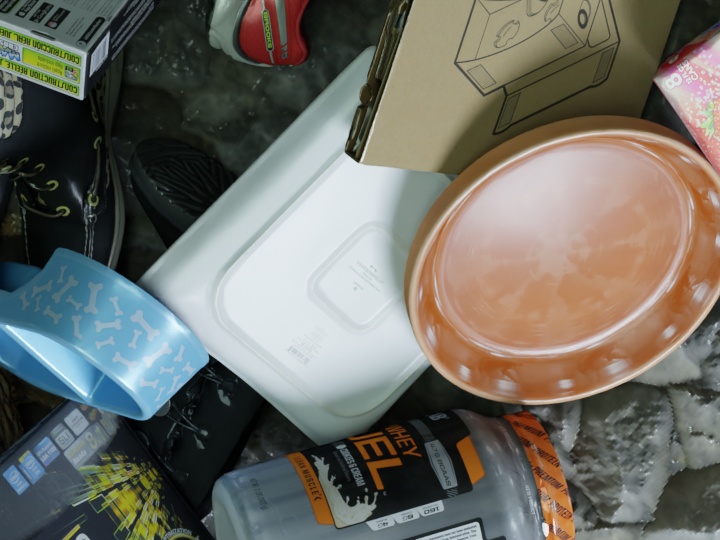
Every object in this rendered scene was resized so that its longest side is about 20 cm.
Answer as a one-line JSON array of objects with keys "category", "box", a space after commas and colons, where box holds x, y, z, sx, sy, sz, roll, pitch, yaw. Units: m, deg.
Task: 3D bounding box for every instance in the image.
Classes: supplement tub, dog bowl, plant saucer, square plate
[{"category": "supplement tub", "box": [0.019, 0.156, 1.190, 0.199, 0.122, 0.124, -14, 100, -14]}, {"category": "dog bowl", "box": [-0.174, 0.035, 1.167, 0.112, 0.199, 0.050, 46, 67, -34]}, {"category": "plant saucer", "box": [0.121, -0.006, 1.159, 0.199, 0.032, 0.201, -9, 129, -11]}, {"category": "square plate", "box": [0.000, 0.000, 1.161, 0.198, 0.028, 0.200, -45, 127, 5]}]

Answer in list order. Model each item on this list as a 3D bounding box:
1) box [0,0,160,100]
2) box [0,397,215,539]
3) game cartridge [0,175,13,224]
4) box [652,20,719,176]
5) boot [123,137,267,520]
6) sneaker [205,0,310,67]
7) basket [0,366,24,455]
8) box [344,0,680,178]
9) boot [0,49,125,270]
[{"category": "box", "box": [-0.164, -0.185, 1.151, 0.109, 0.200, 0.035, 21, 135, 8]}, {"category": "box", "box": [-0.171, 0.180, 1.172, 0.049, 0.200, 0.162, -34, 96, 34]}, {"category": "game cartridge", "box": [-0.316, -0.019, 1.304, 0.133, 0.040, 0.201, 38, 108, 6]}, {"category": "box", "box": [0.263, -0.061, 1.129, 0.102, 0.095, 0.201, -33, 93, 18]}, {"category": "boot", "box": [-0.119, 0.042, 1.259, 0.165, 0.065, 0.201, 45, 125, 26]}, {"category": "sneaker", "box": [-0.030, -0.218, 1.187, 0.084, 0.077, 0.201, 16, 107, -12]}, {"category": "basket", "box": [-0.284, 0.173, 1.260, 0.142, 0.149, 0.202, -8, 109, 7]}, {"category": "box", "box": [0.095, -0.130, 1.116, 0.021, 0.199, 0.165, 37, 115, 46]}, {"category": "boot", "box": [-0.207, -0.061, 1.203, 0.073, 0.154, 0.205, 10, 105, 21]}]
